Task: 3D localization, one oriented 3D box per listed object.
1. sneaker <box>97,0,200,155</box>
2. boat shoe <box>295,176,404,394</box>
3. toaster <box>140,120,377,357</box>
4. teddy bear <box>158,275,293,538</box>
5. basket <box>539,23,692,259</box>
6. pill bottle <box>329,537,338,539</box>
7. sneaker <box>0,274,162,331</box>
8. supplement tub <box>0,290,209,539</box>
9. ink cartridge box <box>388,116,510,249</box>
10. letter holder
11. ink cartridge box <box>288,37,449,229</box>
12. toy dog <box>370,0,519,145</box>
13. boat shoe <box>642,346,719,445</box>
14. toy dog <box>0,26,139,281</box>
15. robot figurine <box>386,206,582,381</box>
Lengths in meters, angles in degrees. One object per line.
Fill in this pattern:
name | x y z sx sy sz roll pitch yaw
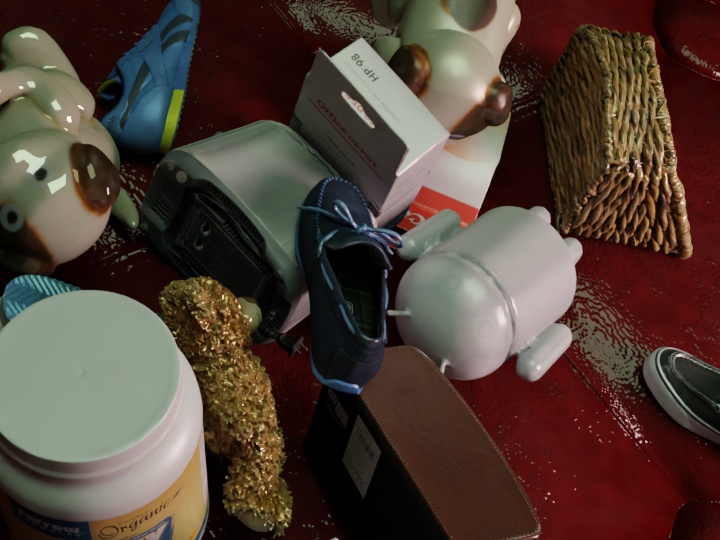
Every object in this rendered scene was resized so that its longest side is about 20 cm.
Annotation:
sneaker | -0.192 -0.188 1.315 0.078 0.066 0.201 13 49 -8
boat shoe | 0.000 0.000 1.101 0.084 0.069 0.201 10 46 -26
toaster | -0.076 -0.033 1.205 0.200 0.114 0.129 45 47 13
teddy bear | -0.085 0.098 1.059 0.066 0.145 0.201 -19 73 4
basket | 0.274 -0.136 1.418 0.148 0.143 0.201 11 50 -14
pill bottle | 0.008 0.280 0.925 0.114 0.114 0.200 -34 84 -39
sneaker | -0.195 0.072 1.097 0.199 0.081 0.077 28 42 -26
supplement tub | -0.175 0.119 0.961 0.143 0.201 0.146 1 55 -2
ink cartridge box | 0.047 -0.106 1.361 0.161 0.050 0.201 22 44 -4
letter holder | 0.068 0.157 1.092 0.141 0.101 0.200 -6 42 -29
ink cartridge box | 0.003 -0.110 1.225 0.067 0.200 0.116 -37 79 -26
toy dog | 0.087 -0.196 1.295 0.139 0.194 0.201 26 46 -16
boat shoe | 0.344 0.127 1.283 0.199 0.068 0.073 42 48 13
toy dog | -0.252 -0.070 1.119 0.194 0.139 0.200 52 2 -25
robot figurine | 0.107 0.020 1.239 0.170 0.113 0.200 44 49 16
